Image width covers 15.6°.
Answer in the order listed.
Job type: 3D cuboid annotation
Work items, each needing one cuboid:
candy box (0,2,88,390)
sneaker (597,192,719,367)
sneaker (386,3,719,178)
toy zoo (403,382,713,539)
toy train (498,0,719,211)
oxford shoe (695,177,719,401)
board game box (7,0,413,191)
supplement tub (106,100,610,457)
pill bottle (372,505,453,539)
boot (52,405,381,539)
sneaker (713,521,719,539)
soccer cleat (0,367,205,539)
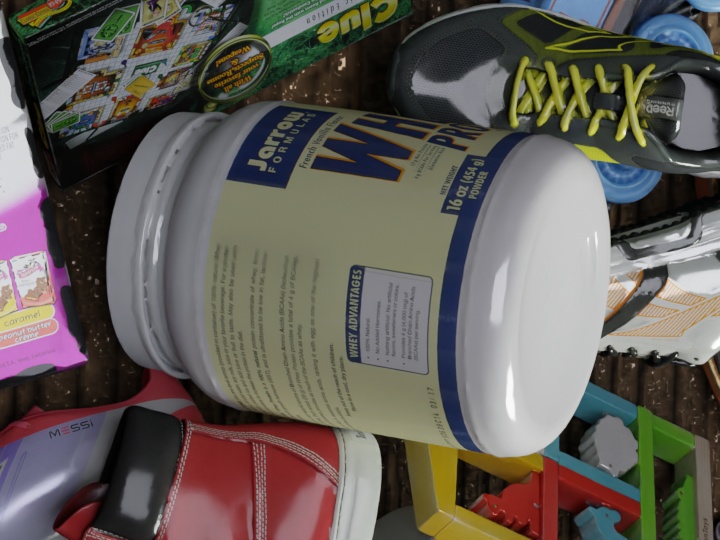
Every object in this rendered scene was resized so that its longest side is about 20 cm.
[{"bbox_3d":[-0.216,-0.038,1.202,0.136,0.061,0.201,-16,101,-19],"label":"candy box"},{"bbox_3d":[0.132,0.018,1.288,0.199,0.074,0.080,-16,98,-1],"label":"sneaker"},{"bbox_3d":[0.113,-0.085,1.228,0.199,0.085,0.075,4,92,-11],"label":"sneaker"},{"bbox_3d":[0.092,0.100,1.311,0.199,0.020,0.132,26,42,-21],"label":"toy zoo"},{"bbox_3d":[0.114,-0.119,1.311,0.114,0.087,0.201,27,85,-15],"label":"toy train"},{"bbox_3d":[0.217,0.010,1.359,0.071,0.073,0.201,-14,100,-20],"label":"oxford shoe"},{"bbox_3d":[-0.066,-0.120,1.243,0.199,0.023,0.105,-28,140,-17],"label":"board game box"},{"bbox_3d":[0.000,0.000,1.200,0.199,0.145,0.146,9,92,23],"label":"supplement tub"},{"bbox_3d":[0.076,0.212,1.309,0.200,0.114,0.114,38,81,-20],"label":"pill bottle"},{"bbox_3d":[-0.075,0.165,1.206,0.144,0.072,0.201,6,90,-15],"label":"boot"},{"bbox_3d":[0.206,0.182,1.351,0.200,0.114,0.073,-36,124,-37],"label":"sneaker"},{"bbox_3d":[-0.165,0.106,1.240,0.199,0.068,0.073,-21,83,-17],"label":"soccer cleat"}]
